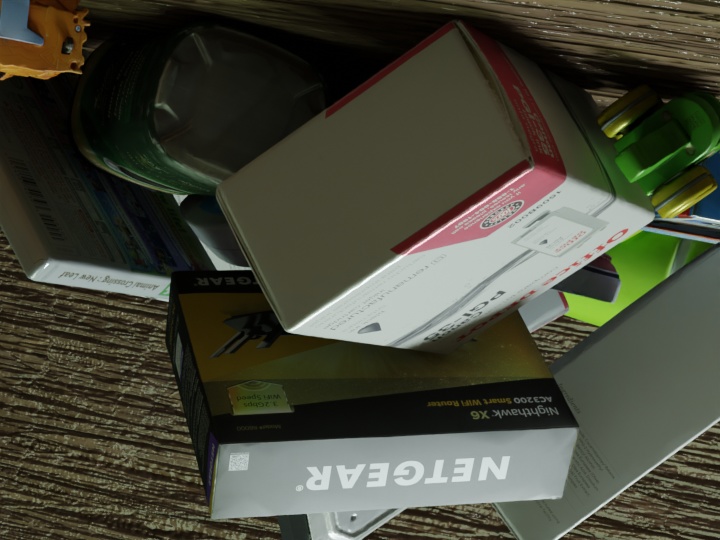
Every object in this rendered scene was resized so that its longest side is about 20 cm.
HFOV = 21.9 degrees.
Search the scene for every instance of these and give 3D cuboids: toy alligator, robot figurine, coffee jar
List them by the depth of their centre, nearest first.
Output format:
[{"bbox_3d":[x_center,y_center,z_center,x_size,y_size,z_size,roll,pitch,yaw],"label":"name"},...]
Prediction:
[{"bbox_3d":[-0.240,-0.131,0.898,0.198,0.059,0.145,10,179,-31],"label":"robot figurine"},{"bbox_3d":[0.161,-0.065,0.933,0.054,0.060,0.200,-34,174,13],"label":"toy alligator"},{"bbox_3d":[-0.098,-0.088,1.049,0.103,0.086,0.200,19,176,-23],"label":"coffee jar"},{"bbox_3d":[0.217,-0.008,1.450,0.198,0.116,0.176,19,142,19],"label":"robot figurine"}]

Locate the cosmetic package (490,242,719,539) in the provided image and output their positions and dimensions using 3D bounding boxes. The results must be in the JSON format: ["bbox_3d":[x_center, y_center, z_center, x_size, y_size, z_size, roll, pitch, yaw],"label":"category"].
[{"bbox_3d":[0.161,0.073,1.111,0.085,0.199,0.108,54,-170,5],"label":"cosmetic package"}]

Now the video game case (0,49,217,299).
[{"bbox_3d":[-0.181,-0.070,1.122,0.201,0.022,0.182,58,-159,21],"label":"video game case"}]

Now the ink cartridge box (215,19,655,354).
[{"bbox_3d":[0.045,-0.033,0.914,0.146,0.083,0.200,-34,162,19],"label":"ink cartridge box"}]

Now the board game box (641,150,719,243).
[{"bbox_3d":[0.255,-0.041,1.114,0.198,0.057,0.196,10,180,-13],"label":"board game box"}]

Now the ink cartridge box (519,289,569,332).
[{"bbox_3d":[0.057,-0.022,1.341,0.083,0.146,0.200,-28,-173,-11],"label":"ink cartridge box"}]

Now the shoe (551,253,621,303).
[{"bbox_3d":[0.096,-0.044,1.133,0.199,0.092,0.071,19,175,-39],"label":"shoe"}]

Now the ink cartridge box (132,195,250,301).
[{"bbox_3d":[-0.128,-0.057,1.301,0.198,0.147,0.084,11,-141,28],"label":"ink cartridge box"}]

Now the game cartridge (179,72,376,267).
[{"bbox_3d":[-0.036,-0.059,1.085,0.040,0.134,0.200,45,166,-19],"label":"game cartridge"}]

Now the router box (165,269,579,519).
[{"bbox_3d":[0.001,0.062,1.025,0.198,0.053,0.158,-2,-146,-16],"label":"router box"}]

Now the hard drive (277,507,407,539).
[{"bbox_3d":[0.024,0.078,1.170,0.199,0.141,0.038,-28,-148,-34],"label":"hard drive"}]
